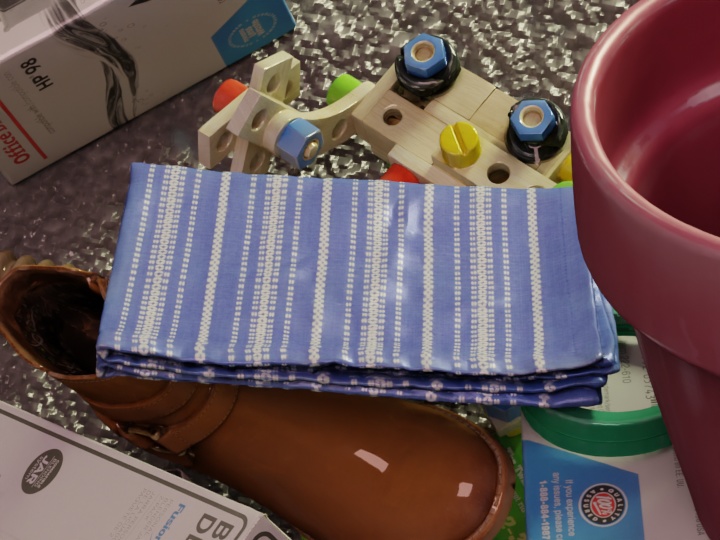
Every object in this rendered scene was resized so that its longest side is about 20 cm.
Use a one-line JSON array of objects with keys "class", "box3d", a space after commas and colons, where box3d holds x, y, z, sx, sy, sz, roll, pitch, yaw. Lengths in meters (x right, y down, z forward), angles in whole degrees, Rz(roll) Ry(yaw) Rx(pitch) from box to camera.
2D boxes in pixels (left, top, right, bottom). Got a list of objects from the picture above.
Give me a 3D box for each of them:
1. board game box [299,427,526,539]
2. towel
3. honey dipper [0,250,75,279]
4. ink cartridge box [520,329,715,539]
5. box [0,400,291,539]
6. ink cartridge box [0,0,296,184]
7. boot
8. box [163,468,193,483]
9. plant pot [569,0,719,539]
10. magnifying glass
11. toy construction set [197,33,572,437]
[{"class": "board game box", "box3d": [0.077, 0.115, 1.038, 0.198, 0.030, 0.096, -17, 69, 6]}, {"class": "towel", "box3d": [0.000, 0.000, 0.949, 0.198, 0.024, 0.145, 4, 34, 0]}, {"class": "honey dipper", "box3d": [-0.084, 0.028, 1.095, 0.198, 0.038, 0.038, 13, 74, 11]}, {"class": "ink cartridge box", "box3d": [0.165, 0.092, 0.942, 0.198, 0.085, 0.145, -5, 36, 6]}, {"class": "box", "box3d": [-0.106, 0.124, 0.875, 0.199, 0.060, 0.117, 18, 65, 51]}, {"class": "ink cartridge box", "box3d": [-0.139, -0.111, 1.109, 0.199, 0.116, 0.067, -29, 70, 0]}, {"class": "boot", "box3d": [-0.046, 0.053, 0.983, 0.199, 0.155, 0.077, 23, 80, 39]}, {"class": "box", "box3d": [-0.159, 0.124, 1.035, 0.198, 0.110, 0.035, -7, 70, 9]}, {"class": "plant pot", "box3d": [0.175, 0.010, 0.828, 0.198, 0.180, 0.201, -5, 38, 4]}, {"class": "magnifying glass", "box3d": [0.118, 0.008, 0.978, 0.079, 0.023, 0.200, 5, 34, 18]}, {"class": "toy construction set", "box3d": [0.028, -0.032, 1.063, 0.200, 0.092, 0.131, 37, 75, 10]}]
